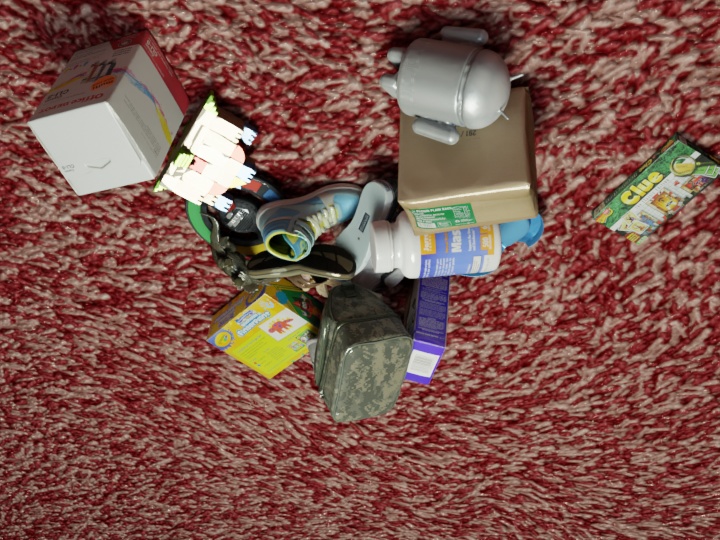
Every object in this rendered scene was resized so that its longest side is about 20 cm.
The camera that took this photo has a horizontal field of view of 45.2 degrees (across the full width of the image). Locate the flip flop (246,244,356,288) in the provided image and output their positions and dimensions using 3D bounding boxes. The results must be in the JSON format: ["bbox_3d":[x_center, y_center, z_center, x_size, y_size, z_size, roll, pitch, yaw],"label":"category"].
[{"bbox_3d":[-0.099,0.001,1.479,0.199,0.081,0.058,-3,123,18],"label":"flip flop"}]

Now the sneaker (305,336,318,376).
[{"bbox_3d":[-0.058,0.181,1.686,0.074,0.082,0.200,-15,154,-4],"label":"sneaker"}]

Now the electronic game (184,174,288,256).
[{"bbox_3d":[-0.215,-0.100,1.547,0.199,0.042,0.201,5,136,5],"label":"electronic game"}]

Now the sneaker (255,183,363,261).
[{"bbox_3d":[-0.076,-0.074,1.464,0.199,0.131,0.080,-16,126,2],"label":"sneaker"}]

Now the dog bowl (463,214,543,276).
[{"bbox_3d":[0.226,-0.067,1.499,0.111,0.050,0.200,34,131,-23],"label":"dog bowl"}]

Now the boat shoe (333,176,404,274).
[{"bbox_3d":[0.027,-0.073,1.478,0.071,0.091,0.201,46,128,23],"label":"boat shoe"}]

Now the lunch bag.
[{"bbox_3d":[-0.011,0.141,1.509,0.139,0.168,0.201,-7,130,-22],"label":"lunch bag"}]

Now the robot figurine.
[{"bbox_3d":[0.130,-0.268,1.245,0.199,0.171,0.113,16,-177,23],"label":"robot figurine"}]

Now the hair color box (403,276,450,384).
[{"bbox_3d":[0.116,0.091,1.567,0.064,0.201,0.110,15,134,-3],"label":"hair color box"}]

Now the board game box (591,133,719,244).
[{"bbox_3d":[0.483,-0.128,1.413,0.104,0.024,0.200,27,133,-14],"label":"board game box"}]

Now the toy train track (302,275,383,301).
[{"bbox_3d":[-0.049,0.031,1.576,0.199,0.033,0.115,20,142,29],"label":"toy train track"}]

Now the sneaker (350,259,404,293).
[{"bbox_3d":[0.000,0.000,1.592,0.115,0.075,0.200,37,137,-12],"label":"sneaker"}]

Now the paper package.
[{"bbox_3d":[0.164,-0.163,1.306,0.199,0.192,0.104,-7,148,17],"label":"paper package"}]

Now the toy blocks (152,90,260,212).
[{"bbox_3d":[-0.235,-0.180,1.426,0.136,0.100,0.200,27,111,-22],"label":"toy blocks"}]

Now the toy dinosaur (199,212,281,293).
[{"bbox_3d":[-0.232,-0.019,1.555,0.200,0.077,0.102,41,168,-18],"label":"toy dinosaur"}]

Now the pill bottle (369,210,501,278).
[{"bbox_3d":[0.118,-0.046,1.394,0.199,0.112,0.112,-5,136,-6],"label":"pill bottle"}]

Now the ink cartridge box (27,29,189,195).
[{"bbox_3d":[-0.377,-0.240,1.321,0.145,0.201,0.145,-10,132,19],"label":"ink cartridge box"}]

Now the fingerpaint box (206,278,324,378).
[{"bbox_3d":[-0.180,0.110,1.728,0.167,0.074,0.200,34,129,-24],"label":"fingerpaint box"}]
